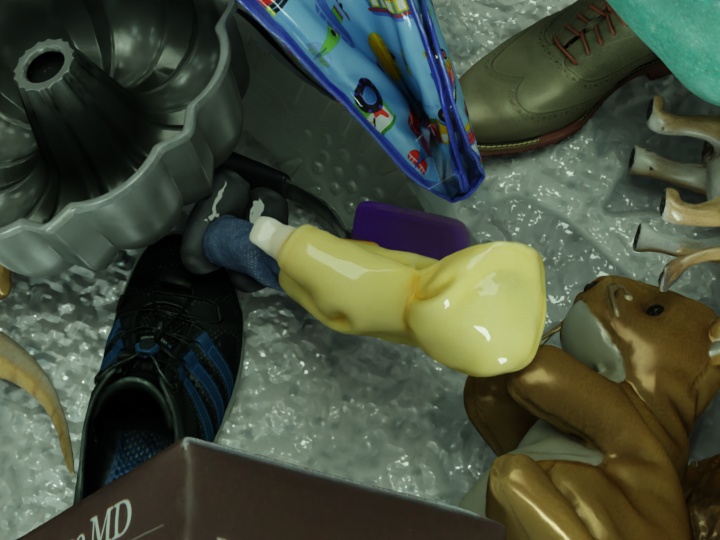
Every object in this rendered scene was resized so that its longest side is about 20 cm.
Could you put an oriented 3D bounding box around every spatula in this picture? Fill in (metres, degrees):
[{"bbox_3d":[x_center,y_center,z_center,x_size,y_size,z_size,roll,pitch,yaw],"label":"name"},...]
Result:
[{"bbox_3d":[-0.030,-0.036,0.835,0.199,0.057,0.021,25,44,26],"label":"spatula"}]

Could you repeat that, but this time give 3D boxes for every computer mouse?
[{"bbox_3d":[-0.144,-0.097,0.880,0.199,0.034,0.059,-35,73,-26],"label":"computer mouse"}]

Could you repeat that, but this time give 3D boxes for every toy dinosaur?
[{"bbox_3d":[-0.212,0.031,0.800,0.198,0.060,0.107,13,80,14],"label":"toy dinosaur"}]

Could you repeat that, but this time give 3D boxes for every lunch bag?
[{"bbox_3d":[0.001,-0.130,0.781,0.093,0.201,0.151,-29,29,9],"label":"lunch bag"}]

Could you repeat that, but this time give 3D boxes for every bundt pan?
[{"bbox_3d":[-0.143,-0.080,0.777,0.200,0.076,0.204,-10,54,15],"label":"bundt pan"}]

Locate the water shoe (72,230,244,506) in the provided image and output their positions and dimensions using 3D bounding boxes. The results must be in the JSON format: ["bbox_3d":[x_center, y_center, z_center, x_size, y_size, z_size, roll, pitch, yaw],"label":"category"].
[{"bbox_3d":[-0.098,0.060,0.768,0.071,0.079,0.202,6,62,0],"label":"water shoe"}]

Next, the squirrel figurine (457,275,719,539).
[{"bbox_3d":[0.138,0.104,0.747,0.199,0.142,0.187,39,55,1],"label":"squirrel figurine"}]

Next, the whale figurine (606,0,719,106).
[{"bbox_3d":[0.165,-0.150,0.798,0.198,0.159,0.105,21,107,4],"label":"whale figurine"}]

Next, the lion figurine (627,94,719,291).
[{"bbox_3d":[0.209,-0.040,0.817,0.121,0.073,0.201,13,39,0],"label":"lion figurine"}]

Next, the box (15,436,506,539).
[{"bbox_3d":[-0.048,0.201,0.616,0.163,0.165,0.202,19,56,-32],"label":"box"}]

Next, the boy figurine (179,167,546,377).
[{"bbox_3d":[0.000,0.000,0.737,0.199,0.124,0.065,14,84,42],"label":"boy figurine"}]

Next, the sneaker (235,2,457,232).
[{"bbox_3d":[-0.007,-0.085,0.858,0.200,0.077,0.080,49,44,12],"label":"sneaker"}]

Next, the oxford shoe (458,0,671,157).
[{"bbox_3d":[0.128,-0.133,0.885,0.199,0.075,0.071,-31,68,-17],"label":"oxford shoe"}]
